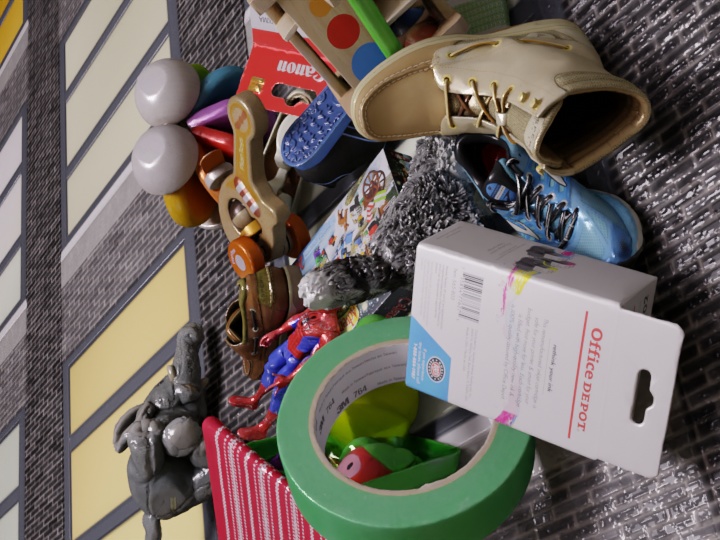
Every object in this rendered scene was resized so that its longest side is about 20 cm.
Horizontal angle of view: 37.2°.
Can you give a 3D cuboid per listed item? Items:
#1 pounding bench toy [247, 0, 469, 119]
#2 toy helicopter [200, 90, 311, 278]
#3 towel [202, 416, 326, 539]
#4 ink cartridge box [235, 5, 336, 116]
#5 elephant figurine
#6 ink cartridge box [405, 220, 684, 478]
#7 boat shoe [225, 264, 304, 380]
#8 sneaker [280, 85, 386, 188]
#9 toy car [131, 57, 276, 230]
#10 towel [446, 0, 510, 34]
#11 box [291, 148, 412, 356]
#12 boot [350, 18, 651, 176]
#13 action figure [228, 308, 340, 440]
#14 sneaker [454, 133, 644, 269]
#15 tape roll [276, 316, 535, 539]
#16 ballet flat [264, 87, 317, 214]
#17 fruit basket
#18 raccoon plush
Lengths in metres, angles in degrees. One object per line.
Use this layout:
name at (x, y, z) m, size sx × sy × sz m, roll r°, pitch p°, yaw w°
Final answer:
pounding bench toy at (0.003, -0.205, 0.868) m, size 0.124 × 0.156 × 0.200 m, roll -41°, pitch 25°, yaw 7°
toy helicopter at (-0.119, -0.098, 1.096) m, size 0.132 × 0.078 × 0.202 m, roll 39°, pitch 142°, yaw 33°
towel at (-0.068, 0.223, 0.913) m, size 0.199 × 0.022 × 0.146 m, roll 29°, pitch 134°, yaw 41°
ink cartridge box at (-0.055, -0.266, 1.127) m, size 0.159 × 0.050 × 0.202 m, roll 17°, pitch 84°, yaw 33°
elephant figurine at (-0.222, 0.186, 1.269) m, size 0.200 × 0.154 × 0.143 m, roll -123°, pitch 10°, yaw -59°
ink cartridge box at (0.133, 0.050, 0.748) m, size 0.198 × 0.068 × 0.117 m, roll 19°, pitch 117°, yaw 32°
boat shoe at (-0.112, 0.055, 1.125) m, size 0.201 × 0.067 × 0.073 m, roll 112°, pitch 149°, yaw -53°
sneaker at (0.011, -0.163, 1.057) m, size 0.200 × 0.078 × 0.070 m, roll -41°, pitch 57°, yaw 12°
toy car at (-0.169, -0.154, 1.255) m, size 0.148 × 0.175 × 0.203 m, roll -10°, pitch 69°, yaw 22°
towel at (0.067, -0.233, 0.988) m, size 0.147 × 0.031 × 0.203 m, roll -14°, pitch 65°, yaw 24°
box at (0.000, 0.000, 1.047) m, size 0.200 × 0.037 × 0.138 m, roll -50°, pitch 43°, yaw 37°
boot at (0.097, -0.119, 0.790) m, size 0.156 × 0.197 × 0.074 m, roll -109°, pitch 7°, yaw -58°
action figure at (-0.071, 0.088, 1.054) m, size 0.201 × 0.051 × 0.066 m, roll -52°, pitch 39°, yaw 32°
sneaker at (0.132, -0.047, 0.817) m, size 0.200 × 0.089 × 0.079 m, roll 50°, pitch 122°, yaw 46°
tape roll at (0.036, 0.124, 0.827) m, size 0.201 × 0.198 × 0.049 m, roll -122°, pitch 15°, yaw -45°
ballet flat at (-0.092, -0.109, 1.179) m, size 0.062 × 0.067 × 0.202 m, roll -42°, pitch -29°, yaw -79°
fruit basket at (-0.011, 0.146, 0.943) m, size 0.215 × 0.154 × 0.219 m, roll 20°, pitch 115°, yaw 53°
raccoon plush at (0.030, -0.057, 0.896) m, size 0.097 × 0.198 × 0.135 m, roll -50°, pitch 55°, yaw 55°
